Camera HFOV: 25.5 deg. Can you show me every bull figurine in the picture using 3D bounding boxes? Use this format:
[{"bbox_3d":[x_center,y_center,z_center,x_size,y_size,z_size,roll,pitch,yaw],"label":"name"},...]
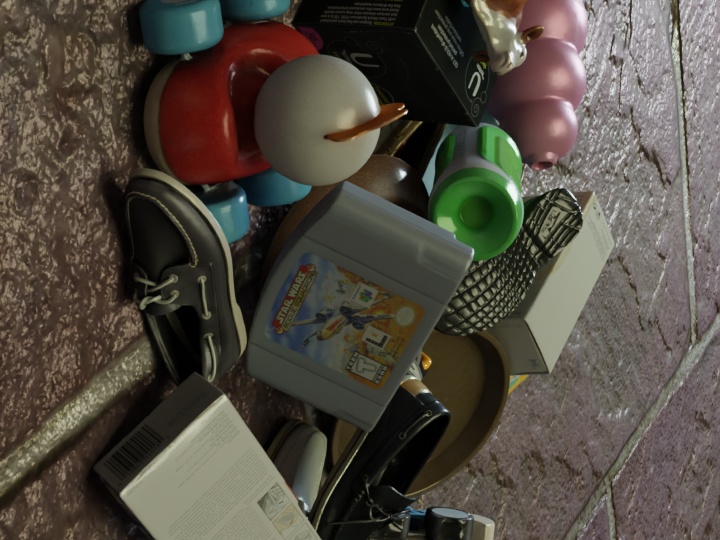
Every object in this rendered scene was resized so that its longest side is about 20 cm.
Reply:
[{"bbox_3d":[0.116,-0.265,1.311,0.121,0.064,0.203,32,70,-54],"label":"bull figurine"}]

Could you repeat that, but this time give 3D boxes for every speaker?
[{"bbox_3d":[0.104,-0.074,1.419,0.200,0.087,0.090,-75,163,-71],"label":"speaker"}]

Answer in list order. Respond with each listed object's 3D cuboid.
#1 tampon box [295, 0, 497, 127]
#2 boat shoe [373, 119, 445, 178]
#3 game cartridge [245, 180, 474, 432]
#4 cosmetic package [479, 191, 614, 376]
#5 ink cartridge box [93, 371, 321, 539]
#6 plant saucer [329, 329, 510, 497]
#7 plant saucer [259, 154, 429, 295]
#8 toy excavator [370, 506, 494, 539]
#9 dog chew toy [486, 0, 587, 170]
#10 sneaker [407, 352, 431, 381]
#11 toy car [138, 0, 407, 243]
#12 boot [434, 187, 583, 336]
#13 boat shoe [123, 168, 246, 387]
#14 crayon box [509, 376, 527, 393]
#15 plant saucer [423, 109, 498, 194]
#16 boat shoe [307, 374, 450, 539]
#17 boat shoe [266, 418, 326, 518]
[{"bbox_3d":[0.056,-0.253,1.399,0.150,0.125,0.202,48,57,-51],"label":"tampon box"},{"bbox_3d":[0.022,-0.076,1.440,0.074,0.066,0.202,48,57,-53],"label":"boat shoe"},{"bbox_3d":[-0.011,0.030,1.237,0.042,0.132,0.201,-78,-167,-52],"label":"game cartridge"},{"bbox_3d":[0.168,0.012,1.581,0.201,0.102,0.074,-57,131,-42],"label":"cosmetic package"},{"bbox_3d":[-0.112,0.188,1.243,0.109,0.050,0.201,-43,130,-16],"label":"ink cartridge box"},{"bbox_3d":[0.053,0.130,1.497,0.198,0.029,0.202,-18,128,-24],"label":"plant saucer"},{"bbox_3d":[0.000,0.000,1.385,0.199,0.037,0.203,-25,130,-33],"label":"plant saucer"},{"bbox_3d":[0.062,0.269,1.567,0.192,0.200,0.101,6,94,-15],"label":"toy excavator"},{"bbox_3d":[0.168,-0.196,1.570,0.124,0.123,0.203,28,53,-58],"label":"dog chew toy"},{"bbox_3d":[0.011,0.048,1.346,0.077,0.078,0.201,-41,147,-18],"label":"sneaker"},{"bbox_3d":[-0.043,-0.120,1.193,0.177,0.198,0.187,-35,126,-51],"label":"toy car"},{"bbox_3d":[0.111,-0.001,1.489,0.199,0.130,0.068,-39,101,-26],"label":"boot"},{"bbox_3d":[-0.136,0.014,1.193,0.063,0.072,0.201,-59,147,-38],"label":"boat shoe"},{"bbox_3d":[0.112,0.086,1.645,0.200,0.051,0.127,-34,125,-51],"label":"crayon box"},{"bbox_3d":[0.089,-0.068,1.583,0.200,0.038,0.204,-22,116,-55],"label":"plant saucer"},{"bbox_3d":[0.012,0.185,1.327,0.202,0.062,0.074,-61,151,-2],"label":"boat shoe"},{"bbox_3d":[-0.061,0.229,1.370,0.075,0.068,0.202,42,61,-54],"label":"boat shoe"}]
